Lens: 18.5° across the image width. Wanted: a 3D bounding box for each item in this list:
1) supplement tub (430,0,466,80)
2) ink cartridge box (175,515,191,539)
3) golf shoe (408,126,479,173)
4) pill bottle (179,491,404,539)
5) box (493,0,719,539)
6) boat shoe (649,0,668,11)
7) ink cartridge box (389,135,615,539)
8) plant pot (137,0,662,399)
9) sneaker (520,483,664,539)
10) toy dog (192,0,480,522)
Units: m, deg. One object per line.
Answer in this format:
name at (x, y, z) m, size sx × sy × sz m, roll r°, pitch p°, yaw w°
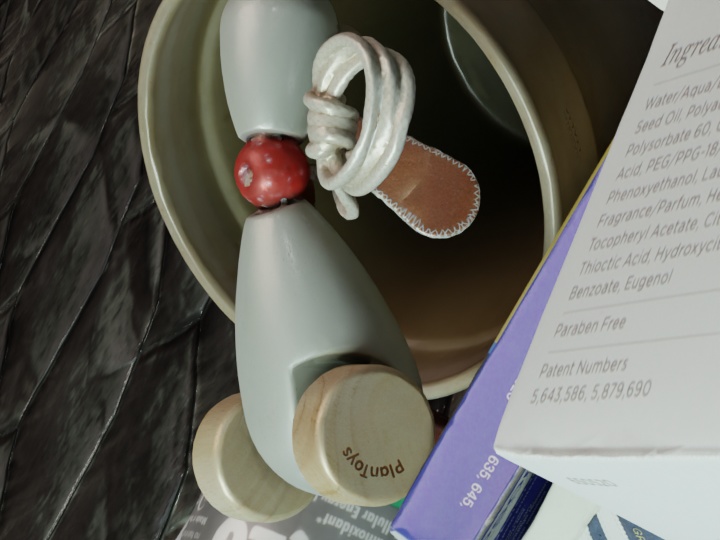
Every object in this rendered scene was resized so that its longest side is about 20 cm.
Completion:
supplement tub at (0.040, -0.192, 1.040) m, size 0.123 × 0.122 × 0.200 m, roll -103°, pitch 4°, yaw -62°
ink cartridge box at (-0.083, 0.206, 1.062) m, size 0.200 × 0.057 × 0.163 m, roll -54°, pitch 20°, yaw 8°
golf shoe at (0.008, 0.026, 1.033) m, size 0.078 × 0.094 × 0.200 m, roll -42°, pitch -40°, yaw -71°
pill bottle at (-0.033, 0.154, 0.903) m, size 0.113 × 0.113 × 0.200 m, roll -7°, pitch 58°, yaw 67°
box at (0.170, 0.020, 0.442) m, size 0.200 × 0.199 × 0.131 m, roll -11°, pitch 54°, yaw 66°
boat shoe at (0.124, -0.163, 0.782) m, size 0.200 × 0.074 × 0.060 m, roll -83°, pitch 11°, yaw -46°
ink cartridge box at (0.081, 0.013, 0.773) m, size 0.198 × 0.047 × 0.200 m, roll -59°, pitch -15°, yaw 3°
plant pot at (0.038, -0.072, 0.918) m, size 0.173 × 0.200 × 0.200 m, roll -36°, pitch -4°, yaw -45°
sneaker at (0.105, 0.084, 0.729) m, size 0.075 × 0.084 × 0.200 m, roll -53°, pitch -10°, yaw -25°
toy dog at (0.000, 0.000, 0.806) m, size 0.132 × 0.096 × 0.200 m, roll 26°, pitch 111°, yaw 52°
